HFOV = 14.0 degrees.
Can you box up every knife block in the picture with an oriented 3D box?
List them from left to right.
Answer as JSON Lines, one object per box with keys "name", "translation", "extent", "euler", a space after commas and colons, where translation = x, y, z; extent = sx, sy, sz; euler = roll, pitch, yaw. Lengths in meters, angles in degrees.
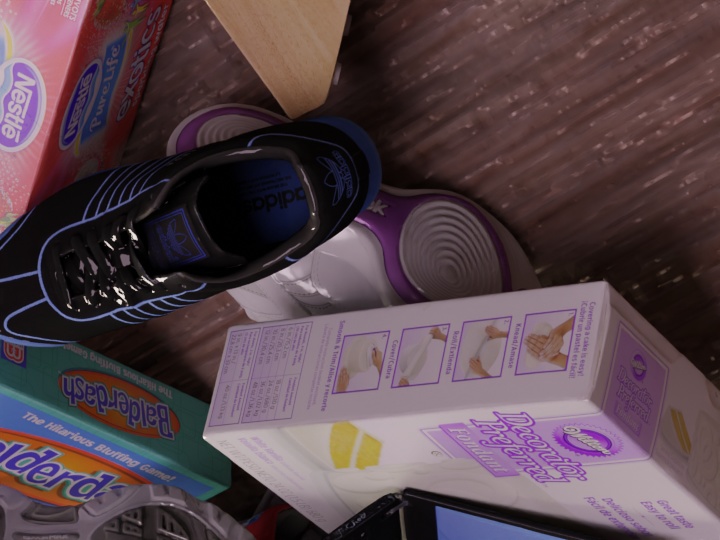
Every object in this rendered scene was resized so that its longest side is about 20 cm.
{"name": "knife block", "translation": [-0.075, -0.180, 1.242], "extent": [0.175, 0.064, 0.201], "euler": [13, 122, -1]}

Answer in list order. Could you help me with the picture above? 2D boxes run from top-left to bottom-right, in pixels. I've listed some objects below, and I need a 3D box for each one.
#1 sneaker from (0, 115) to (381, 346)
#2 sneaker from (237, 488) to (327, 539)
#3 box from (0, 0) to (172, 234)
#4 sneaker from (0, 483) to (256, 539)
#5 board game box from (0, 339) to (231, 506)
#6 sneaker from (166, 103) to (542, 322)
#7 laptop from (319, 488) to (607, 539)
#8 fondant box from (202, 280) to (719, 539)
{"name": "sneaker", "translation": [-0.089, -0.015, 1.260], "extent": [0.199, 0.078, 0.070], "euler": [-23, 93, 18]}
{"name": "sneaker", "translation": [-0.082, 0.153, 1.440], "extent": [0.199, 0.071, 0.113], "euler": [7, 121, 17]}
{"name": "box", "translation": [-0.154, -0.105, 1.332], "extent": [0.094, 0.103, 0.201], "euler": [30, 123, 13]}
{"name": "sneaker", "translation": [-0.124, 0.154, 1.391], "extent": [0.199, 0.078, 0.100], "euler": [8, 143, 16]}
{"name": "board game box", "translation": [-0.184, 0.099, 1.433], "extent": [0.152, 0.045, 0.200], "euler": [27, 137, -37]}
{"name": "sneaker", "translation": [0.000, 0.000, 1.334], "extent": [0.199, 0.075, 0.100], "euler": [31, 146, 10]}
{"name": "laptop", "translation": [0.026, 0.183, 1.310], "extent": [0.103, 0.200, 0.178], "euler": [49, 164, 25]}
{"name": "fondant box", "translation": [0.054, 0.072, 1.267], "extent": [0.199, 0.059, 0.144], "euler": [-9, 146, 35]}
